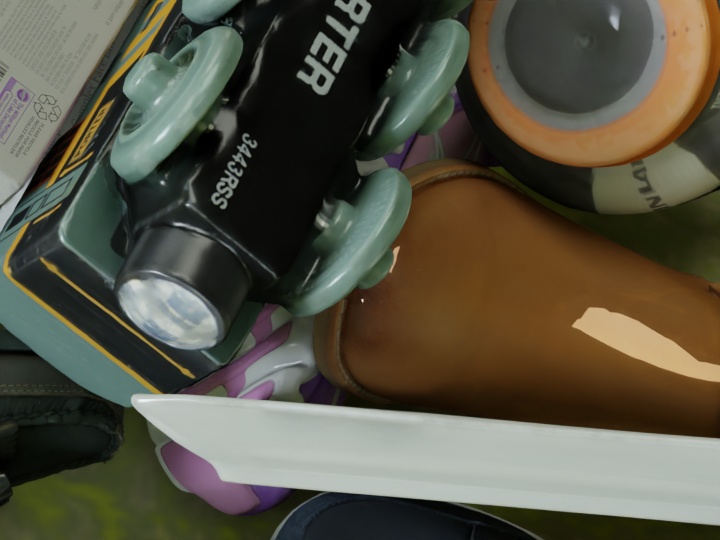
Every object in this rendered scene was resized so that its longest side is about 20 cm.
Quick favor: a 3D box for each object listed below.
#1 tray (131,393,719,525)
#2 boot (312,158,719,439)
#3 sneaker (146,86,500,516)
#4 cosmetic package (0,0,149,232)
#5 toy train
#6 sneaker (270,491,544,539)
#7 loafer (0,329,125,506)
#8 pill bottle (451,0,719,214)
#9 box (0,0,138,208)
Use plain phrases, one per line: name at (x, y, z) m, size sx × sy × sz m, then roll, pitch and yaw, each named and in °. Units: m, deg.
tray at (0.050, 0.049, 0.670) m, size 0.199 × 0.022 × 0.107 m, roll 4°, pitch -2°, yaw 12°
boot at (0.092, 0.029, 0.754) m, size 0.155 × 0.074 × 0.200 m, roll 23°, pitch 9°, yaw 35°
sneaker at (0.000, 0.000, 0.825) m, size 0.088 × 0.080 × 0.200 m, roll 44°, pitch 44°, yaw -28°
cosmetic package at (-0.124, -0.068, 0.776) m, size 0.200 × 0.074 × 0.102 m, roll 30°, pitch 56°, yaw -16°
toy train at (-0.028, -0.054, 0.713) m, size 0.085 × 0.114 × 0.200 m, roll 39°, pitch 53°, yaw -20°
sneaker at (0.061, 0.095, 0.669) m, size 0.202 × 0.146 × 0.077 m, roll 31°, pitch 67°, yaw 17°
loafer at (-0.156, 0.062, 0.705) m, size 0.200 × 0.072 × 0.063 m, roll -6°, pitch 61°, yaw -19°
pill bottle at (0.090, -0.072, 0.832) m, size 0.106 × 0.106 × 0.200 m, roll 28°, pitch 12°, yaw 12°
box at (-0.076, -0.097, 0.749) m, size 0.041 × 0.039 × 0.200 m, roll 36°, pitch 53°, yaw -15°
